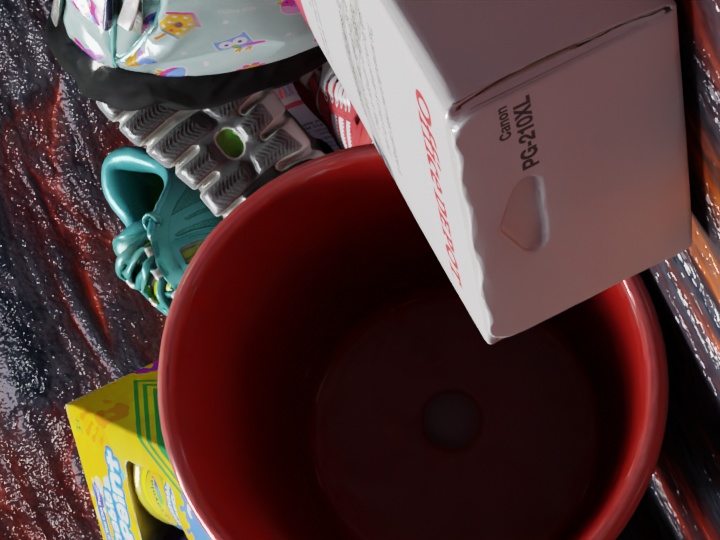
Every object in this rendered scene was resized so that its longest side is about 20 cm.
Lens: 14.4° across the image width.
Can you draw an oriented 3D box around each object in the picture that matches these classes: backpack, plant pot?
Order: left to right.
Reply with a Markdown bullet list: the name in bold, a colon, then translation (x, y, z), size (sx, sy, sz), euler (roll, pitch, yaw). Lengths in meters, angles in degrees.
- **backpack**: translation (-0.048, -0.161, 1.142), size (0.127, 0.167, 0.200), euler (53, 152, 27)
- **plant pot**: translation (0.030, 0.058, 1.178), size (0.200, 0.200, 0.177), euler (63, -177, 12)

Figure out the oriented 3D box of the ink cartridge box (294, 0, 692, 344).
- **ink cartridge box**: translation (0.032, -0.099, 0.970), size (0.145, 0.084, 0.200), euler (75, 168, -57)

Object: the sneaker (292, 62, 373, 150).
- **sneaker**: translation (0.009, -0.085, 1.251), size (0.112, 0.071, 0.200), euler (60, 175, 9)

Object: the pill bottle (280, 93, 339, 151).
- **pill bottle**: translation (0.000, 0.000, 1.402), size (0.200, 0.109, 0.109), euler (-117, 5, -54)

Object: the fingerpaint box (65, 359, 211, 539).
- **fingerpaint box**: translation (-0.053, 0.158, 1.385), size (0.167, 0.073, 0.200), euler (19, 128, 53)

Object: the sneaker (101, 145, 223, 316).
- **sneaker**: translation (-0.079, 0.008, 1.336), size (0.080, 0.078, 0.200), euler (19, -154, -28)

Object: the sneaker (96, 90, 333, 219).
- **sneaker**: translation (-0.066, -0.072, 1.301), size (0.200, 0.075, 0.115), euler (55, -176, 1)
